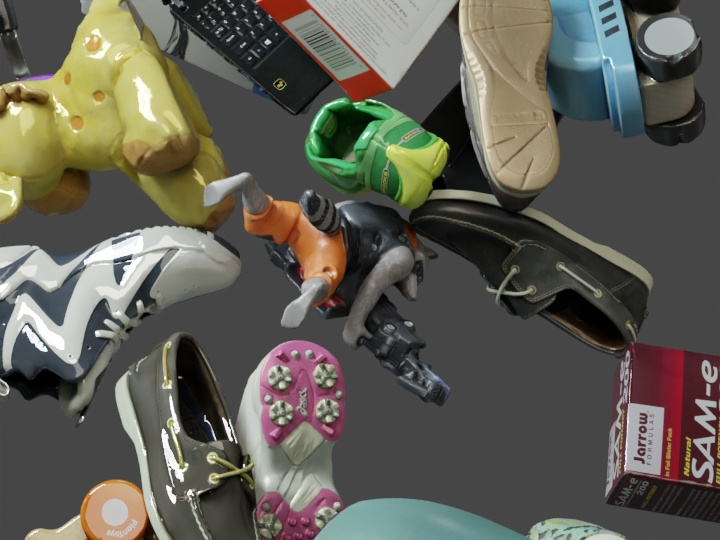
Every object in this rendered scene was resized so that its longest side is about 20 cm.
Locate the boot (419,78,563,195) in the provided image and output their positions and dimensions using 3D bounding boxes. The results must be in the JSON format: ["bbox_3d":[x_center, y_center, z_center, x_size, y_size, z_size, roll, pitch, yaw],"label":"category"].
[{"bbox_3d":[0.138,-0.102,1.683,0.164,0.066,0.200,28,55,20],"label":"boot"}]

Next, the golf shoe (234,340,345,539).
[{"bbox_3d":[-0.055,0.151,1.522,0.075,0.091,0.201,10,82,-20],"label":"golf shoe"}]

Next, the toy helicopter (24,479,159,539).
[{"bbox_3d":[-0.199,0.237,1.459,0.199,0.079,0.133,-28,78,-10],"label":"toy helicopter"}]

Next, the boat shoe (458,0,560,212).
[{"bbox_3d":[0.102,-0.137,1.583,0.071,0.065,0.201,-1,66,-13],"label":"boat shoe"}]

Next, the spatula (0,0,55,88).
[{"bbox_3d":[-0.267,-0.173,1.685,0.056,0.021,0.201,-16,64,-11],"label":"spatula"}]

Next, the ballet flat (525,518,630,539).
[{"bbox_3d":[0.204,0.227,1.519,0.199,0.074,0.074,33,62,9],"label":"ballet flat"}]

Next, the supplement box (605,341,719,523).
[{"bbox_3d":[0.282,0.125,1.590,0.199,0.061,0.109,9,61,-3],"label":"supplement box"}]

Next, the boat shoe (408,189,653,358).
[{"bbox_3d":[0.123,-0.001,1.607,0.199,0.072,0.068,26,65,-16],"label":"boat shoe"}]

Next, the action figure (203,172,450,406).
[{"bbox_3d":[0.000,0.000,1.555,0.200,0.105,0.193,43,20,24],"label":"action figure"}]

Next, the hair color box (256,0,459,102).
[{"bbox_3d":[0.026,-0.236,1.621,0.111,0.064,0.200,44,66,-18],"label":"hair color box"}]

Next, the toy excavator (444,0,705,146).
[{"bbox_3d":[0.146,-0.179,1.654,0.199,0.100,0.195,-10,54,3],"label":"toy excavator"}]

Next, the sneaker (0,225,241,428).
[{"bbox_3d":[-0.176,0.046,1.552,0.198,0.080,0.130,-4,68,-16],"label":"sneaker"}]

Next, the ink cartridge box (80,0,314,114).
[{"bbox_3d":[-0.099,-0.234,1.708,0.199,0.084,0.145,24,62,4],"label":"ink cartridge box"}]

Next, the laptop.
[{"bbox_3d":[-0.060,-0.251,1.617,0.200,0.103,0.177,40,64,10],"label":"laptop"}]

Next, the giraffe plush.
[{"bbox_3d":[-0.203,-0.098,1.587,0.161,0.201,0.173,-27,26,4],"label":"giraffe plush"}]

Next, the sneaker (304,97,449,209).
[{"bbox_3d":[0.000,-0.097,1.594,0.083,0.200,0.074,34,84,-20],"label":"sneaker"}]

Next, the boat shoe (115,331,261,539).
[{"bbox_3d":[-0.106,0.129,1.460,0.071,0.061,0.202,18,35,-45],"label":"boat shoe"}]

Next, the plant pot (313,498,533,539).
[{"bbox_3d":[0.037,0.241,1.418,0.160,0.201,0.201,29,60,23],"label":"plant pot"}]
